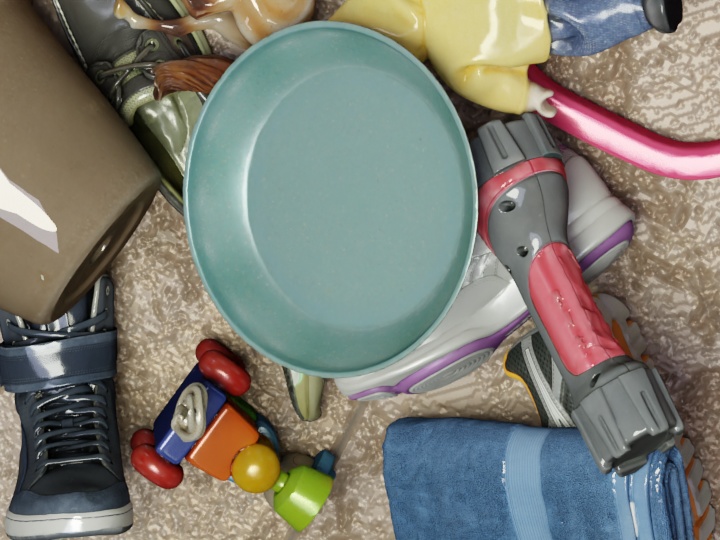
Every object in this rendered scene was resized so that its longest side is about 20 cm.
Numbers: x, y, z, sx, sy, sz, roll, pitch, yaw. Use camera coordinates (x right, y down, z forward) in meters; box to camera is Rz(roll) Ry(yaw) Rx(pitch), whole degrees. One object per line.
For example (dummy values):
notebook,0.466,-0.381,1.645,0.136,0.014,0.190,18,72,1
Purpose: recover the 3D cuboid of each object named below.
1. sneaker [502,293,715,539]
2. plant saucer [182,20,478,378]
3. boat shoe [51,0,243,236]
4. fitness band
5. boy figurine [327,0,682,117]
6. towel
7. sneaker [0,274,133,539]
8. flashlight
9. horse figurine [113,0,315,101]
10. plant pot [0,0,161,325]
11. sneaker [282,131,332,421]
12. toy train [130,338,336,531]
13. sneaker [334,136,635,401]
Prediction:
sneaker,0.150,0.114,1.581,0.077,0.078,0.200,-18,95,28
plant saucer,-0.011,-0.040,1.504,0.200,0.036,0.201,3,95,34
boat shoe,-0.120,-0.107,1.579,0.072,0.066,0.201,-32,95,16
fitness band,0.165,-0.137,1.538,0.200,0.037,0.144,27,108,5
boy figurine,0.080,-0.144,1.504,0.199,0.064,0.125,-12,98,19
towel,0.102,0.142,1.554,0.200,0.049,0.112,2,113,39
sneaker,-0.176,0.077,1.565,0.077,0.202,0.147,-4,99,-8
flashlight,0.115,0.011,1.475,0.068,0.068,0.200,-35,68,23
horse figurine,-0.062,-0.186,1.549,0.132,0.050,0.201,18,93,-16
plant pot,-0.213,-0.065,1.535,0.174,0.200,0.200,37,106,3
sneaker,0.000,0.000,1.585,0.088,0.077,0.201,8,109,-8
toy train,-0.066,0.111,1.552,0.116,0.200,0.085,36,90,-7
sneaker,0.061,0.000,1.566,0.200,0.075,0.100,-36,77,0
